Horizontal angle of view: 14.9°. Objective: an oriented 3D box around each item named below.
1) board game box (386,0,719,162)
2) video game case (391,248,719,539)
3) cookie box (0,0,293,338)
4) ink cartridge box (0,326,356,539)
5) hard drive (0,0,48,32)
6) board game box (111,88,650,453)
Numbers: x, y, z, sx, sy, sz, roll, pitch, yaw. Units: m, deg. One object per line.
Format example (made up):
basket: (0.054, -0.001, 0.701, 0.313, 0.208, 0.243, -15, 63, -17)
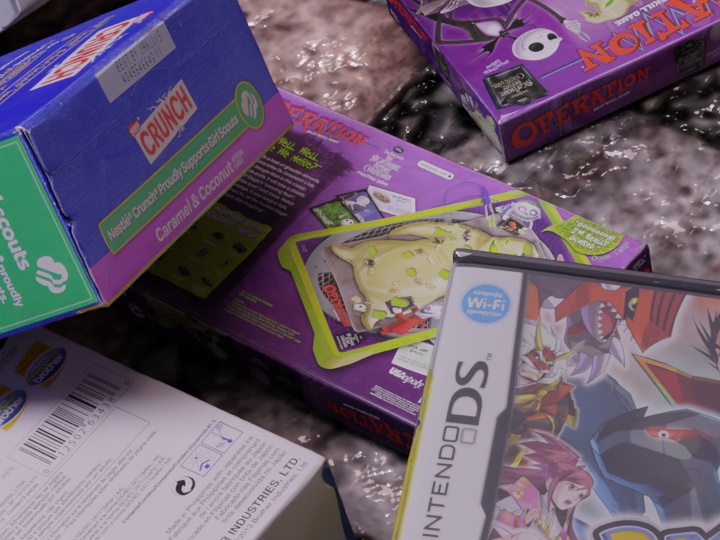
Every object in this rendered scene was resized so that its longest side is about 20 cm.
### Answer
board game box: (0.123, -0.130, 1.200, 0.200, 0.032, 0.120, -26, 50, -10)
video game case: (0.115, 0.080, 0.967, 0.200, 0.026, 0.181, 7, 53, 8)
cookie box: (-0.150, -0.027, 1.055, 0.200, 0.075, 0.171, -18, 16, 31)
ink cartridge box: (-0.119, 0.099, 1.008, 0.200, 0.076, 0.136, 23, 55, 31)
hard drive: (-0.149, -0.193, 1.223, 0.027, 0.132, 0.200, -34, 7, 33)
board game box: (0.000, 0.000, 1.094, 0.200, 0.032, 0.120, 25, 62, 32)
